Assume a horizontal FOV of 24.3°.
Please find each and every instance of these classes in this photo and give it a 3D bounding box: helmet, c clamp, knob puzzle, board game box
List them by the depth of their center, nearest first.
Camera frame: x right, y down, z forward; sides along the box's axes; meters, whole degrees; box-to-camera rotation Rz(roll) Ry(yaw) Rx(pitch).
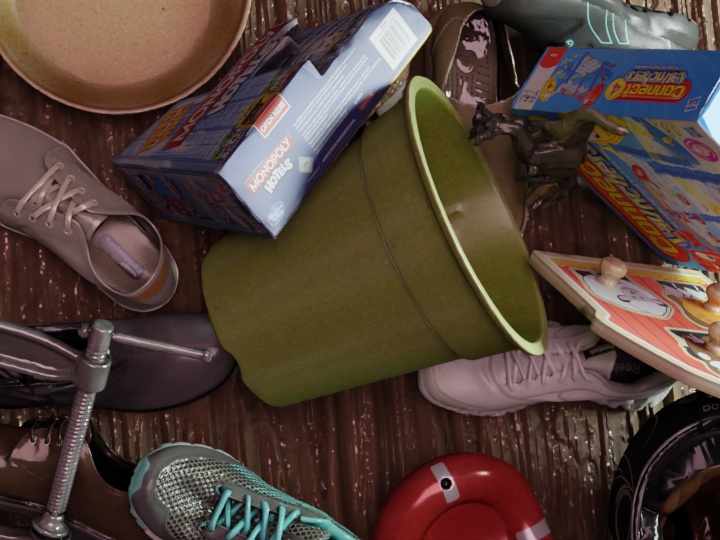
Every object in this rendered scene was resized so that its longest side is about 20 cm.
[{"bbox_3d":[-0.206,0.108,1.061,0.169,0.027,0.201,20,116,-11],"label":"c clamp"},{"bbox_3d":[-0.076,-0.103,1.145,0.062,0.199,0.201,49,60,-23],"label":"board game box"},{"bbox_3d":[0.237,0.037,1.146,0.217,0.220,0.031,20,110,-7],"label":"knob puzzle"},{"bbox_3d":[0.233,-0.070,1.149,0.200,0.195,0.056,40,76,-29],"label":"board game box"},{"bbox_3d":[0.262,0.182,1.154,0.198,0.191,0.203,-2,81,13],"label":"helmet"}]

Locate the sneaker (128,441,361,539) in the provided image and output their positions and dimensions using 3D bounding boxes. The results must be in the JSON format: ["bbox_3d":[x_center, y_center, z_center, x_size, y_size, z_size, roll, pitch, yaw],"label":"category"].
[{"bbox_3d":[-0.061,0.171,1.118,0.199,0.091,0.078,29,72,-30],"label":"sneaker"}]

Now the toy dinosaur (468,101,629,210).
[{"bbox_3d":[0.119,-0.088,1.126,0.087,0.200,0.048,16,80,-1],"label":"toy dinosaur"}]

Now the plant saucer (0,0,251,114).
[{"bbox_3d":[-0.178,-0.209,1.212,0.198,0.035,0.203,1,82,-9],"label":"plant saucer"}]

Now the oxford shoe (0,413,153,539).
[{"bbox_3d":[-0.218,0.122,1.128,0.198,0.073,0.085,25,109,-13],"label":"oxford shoe"}]

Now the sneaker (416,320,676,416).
[{"bbox_3d":[0.140,0.066,1.207,0.197,0.081,0.076,-2,84,-9],"label":"sneaker"}]

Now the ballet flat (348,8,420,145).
[{"bbox_3d":[-0.016,-0.107,1.221,0.200,0.070,0.065,-47,118,-10],"label":"ballet flat"}]

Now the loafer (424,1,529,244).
[{"bbox_3d":[0.083,-0.103,1.226,0.075,0.067,0.203,-8,83,-11],"label":"loafer"}]

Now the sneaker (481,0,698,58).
[{"bbox_3d":[0.169,-0.165,1.226,0.198,0.075,0.080,10,96,-33],"label":"sneaker"}]

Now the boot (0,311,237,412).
[{"bbox_3d":[-0.173,0.062,1.125,0.198,0.132,0.071,-10,83,-11],"label":"boot"}]

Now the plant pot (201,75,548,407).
[{"bbox_3d":[0.000,0.000,1.133,0.188,0.200,0.202,-24,86,18],"label":"plant pot"}]

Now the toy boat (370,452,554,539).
[{"bbox_3d":[0.090,0.223,1.148,0.129,0.131,0.202,-24,87,-13],"label":"toy boat"}]

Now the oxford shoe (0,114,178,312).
[{"bbox_3d":[-0.209,-0.046,1.173,0.199,0.058,0.075,39,80,-1],"label":"oxford shoe"}]
